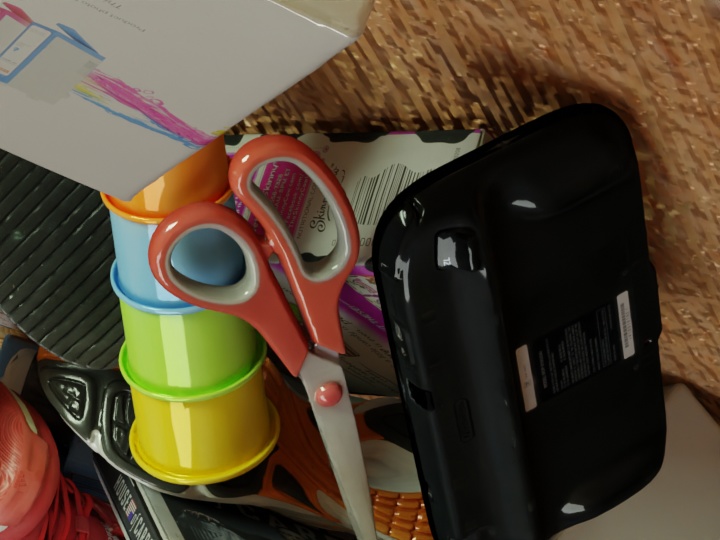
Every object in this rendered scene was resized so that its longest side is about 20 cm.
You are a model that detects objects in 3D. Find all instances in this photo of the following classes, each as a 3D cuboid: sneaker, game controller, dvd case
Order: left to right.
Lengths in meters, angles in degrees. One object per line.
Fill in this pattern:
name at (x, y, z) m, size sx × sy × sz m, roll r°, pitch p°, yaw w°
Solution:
sneaker at (-0.151, -0.047, 0.945) m, size 0.200 × 0.074 × 0.088 m, roll 51°, pitch 169°, yaw -16°
sneaker at (-0.134, 0.101, 1.057) m, size 0.115 × 0.079 × 0.200 m, roll 23°, pitch 170°, yaw -19°
sneaker at (-0.043, 0.072, 1.020) m, size 0.199 × 0.076 × 0.092 m, roll 22°, pitch 166°, yaw -8°
dvd case at (-0.026, 0.127, 0.995) m, size 0.150 × 0.025 × 0.200 m, roll 23°, pitch -171°, yaw -20°
game controller at (0.063, 0.029, 0.886) m, size 0.042 × 0.104 × 0.200 m, roll 40°, pitch 154°, yaw 39°

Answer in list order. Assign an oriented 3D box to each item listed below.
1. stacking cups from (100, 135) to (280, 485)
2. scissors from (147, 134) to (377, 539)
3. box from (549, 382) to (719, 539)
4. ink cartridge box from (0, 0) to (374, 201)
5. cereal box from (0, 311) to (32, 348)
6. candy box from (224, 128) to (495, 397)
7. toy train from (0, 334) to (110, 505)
stacking cups at (-0.071, -0.014, 0.886) m, size 0.060 × 0.061 × 0.201 m, roll 10°, pitch 131°, yaw 22°
scissors at (-0.009, 0.033, 0.899) m, size 0.200 × 0.073 × 0.014 m, roll 57°, pitch 180°, yaw -36°
box at (0.091, 0.140, 1.145) m, size 0.098 × 0.124 × 0.200 m, roll 48°, pitch 154°, yaw -12°
ink cartridge box at (-0.073, -0.113, 0.634) m, size 0.125 × 0.129 × 0.200 m, roll 24°, pitch 161°, yaw -17°
cereal box at (-0.145, 0.020, 1.193) m, size 0.144 × 0.040 × 0.200 m, roll 28°, pitch 158°, yaw -32°
candy box at (0.000, 0.000, 0.979) m, size 0.199 × 0.061 × 0.136 m, roll 1°, pitch 155°, yaw 39°
toy train at (-0.091, 0.087, 1.160) m, size 0.199 × 0.087 × 0.114 m, roll 18°, pitch 155°, yaw -2°
